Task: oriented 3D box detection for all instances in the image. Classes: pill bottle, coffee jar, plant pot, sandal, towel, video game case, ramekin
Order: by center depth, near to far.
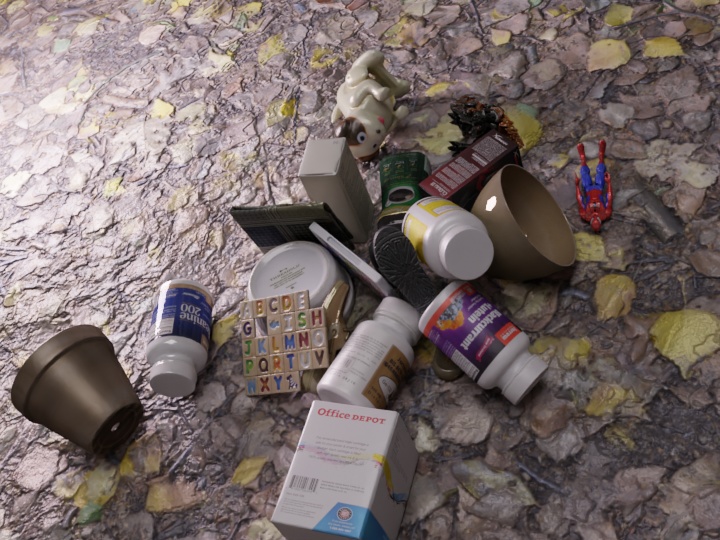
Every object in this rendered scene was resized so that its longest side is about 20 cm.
[{"bbox_3d":[0.198,0.116,1.464,0.200,0.112,0.111,42,73,16],"label":"pill bottle"},{"bbox_3d":[0.143,-0.049,1.487,0.111,0.112,0.200,-29,19,-4],"label":"pill bottle"},{"bbox_3d":[0.025,0.149,1.528,0.114,0.115,0.201,19,62,32],"label":"pill bottle"},{"bbox_3d":[0.167,0.089,1.561,0.079,0.054,0.201,5,55,24],"label":"sandal"},{"bbox_3d":[0.257,-0.061,1.579,0.134,0.199,0.202,-37,40,33],"label":"plant pot"},{"bbox_3d":[-0.485,0.226,1.628,0.173,0.201,0.200,39,72,22],"label":"plant pot"},{"bbox_3d":[0.000,0.000,1.637,0.018,0.143,0.200,-47,51,-5],"label":"video game case"},{"bbox_3d":[-0.333,0.125,1.684,0.110,0.111,0.202,-11,50,12],"label":"pill bottle"},{"bbox_3d":[-0.116,0.036,1.684,0.200,0.095,0.204,-10,51,13],"label":"ramekin"},{"bbox_3d":[-0.121,-0.079,1.716,0.198,0.193,0.035,-1,63,19],"label":"towel"},{"bbox_3d":[0.085,-0.128,1.745,0.103,0.086,0.202,-7,50,13],"label":"coffee jar"}]

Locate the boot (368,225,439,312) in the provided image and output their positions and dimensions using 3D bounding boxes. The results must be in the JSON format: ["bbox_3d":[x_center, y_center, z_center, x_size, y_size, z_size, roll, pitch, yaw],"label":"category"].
[{"bbox_3d":[0.055,-0.022,1.572,0.065,0.166,0.200,-31,19,-1],"label":"boot"}]

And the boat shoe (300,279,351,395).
[{"bbox_3d":[-0.046,0.118,1.583,0.064,0.071,0.202,16,89,10],"label":"boat shoe"}]

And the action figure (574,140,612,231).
[{"bbox_3d":[0.423,-0.153,1.665,0.065,0.052,0.202,-3,54,13],"label":"action figure"}]

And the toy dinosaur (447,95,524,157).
[{"bbox_3d":[0.244,-0.294,1.820,0.135,0.103,0.199,-28,24,-25],"label":"toy dinosaur"}]

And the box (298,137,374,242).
[{"bbox_3d":[-0.042,-0.148,1.732,0.077,0.201,0.096,-1,52,20],"label":"box"}]

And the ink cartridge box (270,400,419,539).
[{"bbox_3d":[-0.016,0.324,1.382,0.145,0.147,0.201,4,55,24],"label":"ink cartridge box"}]

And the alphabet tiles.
[{"bbox_3d":[-0.133,0.125,1.580,0.199,0.008,0.169,-11,79,38],"label":"alphabet tiles"}]

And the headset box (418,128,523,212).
[{"bbox_3d":[0.202,-0.134,1.663,0.199,0.149,0.075,-36,46,-11],"label":"headset box"}]

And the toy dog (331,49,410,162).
[{"bbox_3d":[0.004,-0.327,1.904,0.192,0.140,0.202,-17,47,25],"label":"toy dog"}]
